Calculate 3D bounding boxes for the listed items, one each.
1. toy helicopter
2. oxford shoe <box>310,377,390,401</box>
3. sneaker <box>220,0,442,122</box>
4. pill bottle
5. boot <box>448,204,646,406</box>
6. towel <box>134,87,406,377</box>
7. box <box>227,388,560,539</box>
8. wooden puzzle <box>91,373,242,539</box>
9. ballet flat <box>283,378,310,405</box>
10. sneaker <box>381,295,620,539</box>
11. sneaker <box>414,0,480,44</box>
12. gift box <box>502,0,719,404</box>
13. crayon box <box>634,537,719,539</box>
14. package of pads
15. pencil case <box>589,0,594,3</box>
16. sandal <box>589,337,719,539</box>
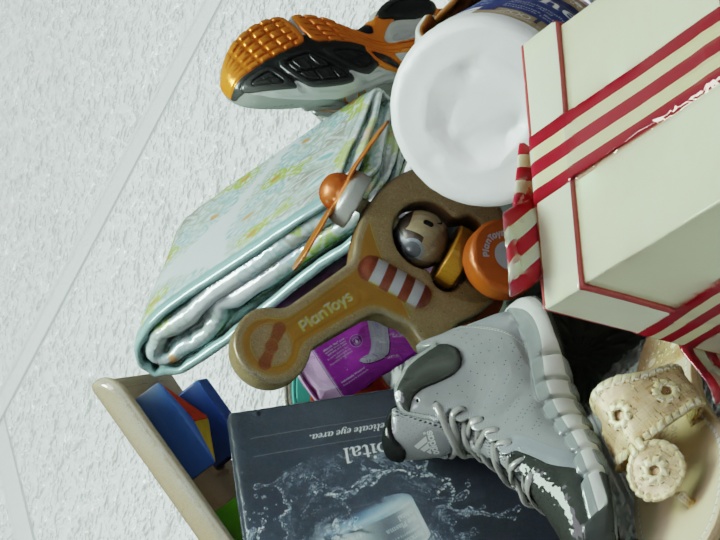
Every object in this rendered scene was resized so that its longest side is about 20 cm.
[{"bbox_3d":[0.000,0.000,1.539,0.133,0.199,0.079,56,153,5],"label":"toy helicopter"},{"bbox_3d":[0.036,0.149,1.703,0.071,0.073,0.201,-31,60,11],"label":"oxford shoe"},{"bbox_3d":[-0.016,-0.123,1.782,0.076,0.199,0.092,50,134,31],"label":"sneaker"},{"bbox_3d":[0.096,-0.111,1.561,0.112,0.110,0.200,-65,-9,19],"label":"pill bottle"},{"bbox_3d":[0.115,-0.019,1.626,0.182,0.072,0.201,-53,31,37],"label":"boot"},{"bbox_3d":[-0.055,-0.026,1.698,0.199,0.048,0.171,-33,17,23],"label":"towel"},{"bbox_3d":[0.034,0.178,1.517,0.118,0.195,0.201,86,174,-54],"label":"box"},{"bbox_3d":[-0.087,0.137,1.695,0.046,0.186,0.200,-37,-7,4],"label":"wooden puzzle"},{"bbox_3d":[-0.019,0.126,1.800,0.067,0.067,0.201,104,163,-55],"label":"ballet flat"},{"bbox_3d":[0.073,0.105,1.458,0.201,0.115,0.075,-106,3,-48],"label":"sneaker"},{"bbox_3d":[0.058,-0.122,1.742,0.073,0.084,0.201,45,119,55],"label":"sneaker"},{"bbox_3d":[0.187,-0.049,1.383,0.186,0.184,0.201,-33,47,49],"label":"gift box"},{"bbox_3d":[0.199,0.222,1.373,0.119,0.058,0.201,-41,44,46],"label":"crayon box"},{"bbox_3d":[-0.008,0.009,1.728,0.120,0.076,0.200,-34,18,-1],"label":"package of pads"},{"bbox_3d":[0.148,-0.231,1.628,0.088,0.087,0.200,-60,32,27],"label":"pencil case"},{"bbox_3d":[0.154,0.078,1.428,0.078,0.069,0.212,-48,18,30],"label":"sandal"}]
